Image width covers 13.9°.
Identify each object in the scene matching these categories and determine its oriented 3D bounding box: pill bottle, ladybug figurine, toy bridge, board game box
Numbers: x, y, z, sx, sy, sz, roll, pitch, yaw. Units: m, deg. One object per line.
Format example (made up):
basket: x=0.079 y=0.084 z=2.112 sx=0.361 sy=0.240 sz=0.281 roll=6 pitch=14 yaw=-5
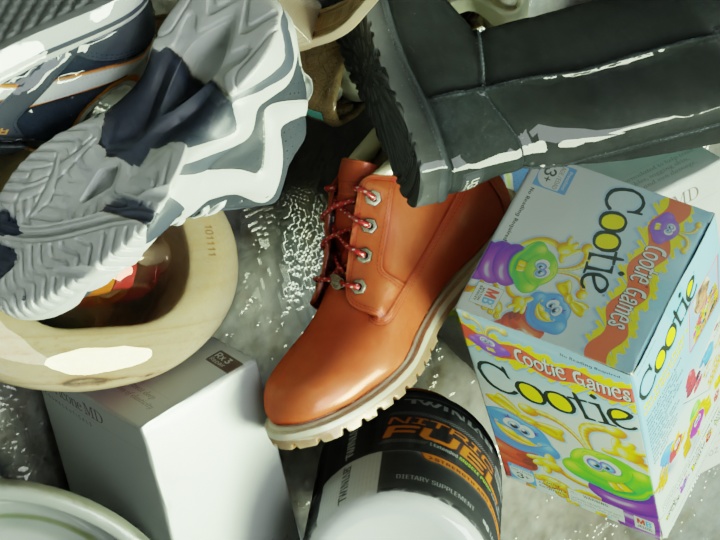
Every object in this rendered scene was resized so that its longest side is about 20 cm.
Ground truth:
pill bottle: x=0.024 y=0.131 z=1.617 sx=0.106 sy=0.200 sz=0.107 roll=1 pitch=109 yaw=3
ladybug figurine: x=-0.158 y=-0.002 z=1.498 sx=0.199 sy=0.072 sz=0.136 roll=1 pitch=75 yaw=-35
toy bridge: x=-0.044 y=-0.137 z=1.469 sx=0.067 sy=0.200 sz=0.027 roll=43 pitch=47 yaw=-38
board game box: x=0.130 y=0.043 z=1.576 sx=0.105 sy=0.103 sz=0.200 roll=-60 pitch=157 yaw=-22

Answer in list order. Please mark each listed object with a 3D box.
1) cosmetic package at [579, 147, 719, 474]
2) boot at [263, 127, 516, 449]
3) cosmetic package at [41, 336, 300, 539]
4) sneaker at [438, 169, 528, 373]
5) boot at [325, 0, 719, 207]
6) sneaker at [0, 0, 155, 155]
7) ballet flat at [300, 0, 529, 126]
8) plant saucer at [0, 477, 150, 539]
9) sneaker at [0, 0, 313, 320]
cosmetic package: x=0.169 y=0.026 z=1.745 sx=0.101 sy=0.074 sz=0.201 roll=-27 pitch=125 yaw=-21
boot: x=0.000 y=0.000 z=1.538 sx=0.200 sy=0.075 sz=0.107 roll=-51 pitch=123 yaw=-27
cosmetic package: x=-0.096 y=0.125 z=1.587 sx=0.081 sy=0.113 sz=0.201 roll=-32 pitch=125 yaw=-26
sneaker: x=0.079 y=-0.010 z=1.666 sx=0.105 sy=0.076 sz=0.200 roll=-44 pitch=128 yaw=-9
boot: x=0.094 y=-0.127 z=1.524 sx=0.199 sy=0.165 sz=0.066 roll=-15 pitch=164 yaw=-16
sneaker: x=-0.192 y=-0.089 z=1.440 sx=0.199 sy=0.079 sz=0.080 roll=-19 pitch=135 yaw=-11
ballet flat: x=0.042 y=-0.137 z=1.581 sx=0.200 sy=0.072 sz=0.068 roll=-33 pitch=140 yaw=-18
plant saucer: x=-0.183 y=0.179 z=1.564 sx=0.199 sy=0.050 sz=0.201 roll=2 pitch=124 yaw=4
sneaker: x=-0.094 y=-0.043 z=1.463 sx=0.199 sy=0.079 sz=0.130 roll=-55 pitch=154 yaw=-5
